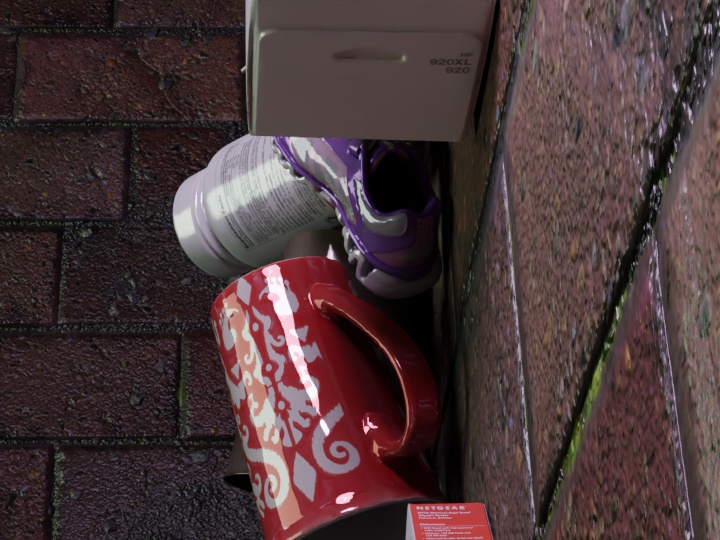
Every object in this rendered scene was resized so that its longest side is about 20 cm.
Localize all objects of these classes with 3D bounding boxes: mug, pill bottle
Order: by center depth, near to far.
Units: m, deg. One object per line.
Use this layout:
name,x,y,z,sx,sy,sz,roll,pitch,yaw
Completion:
mug,-0.012,0.092,1.327,0.133,0.177,0.201,27,-142,-56
pill bottle,-0.059,-0.068,1.559,0.199,0.113,0.114,-23,60,42

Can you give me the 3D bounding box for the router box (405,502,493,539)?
router box,0.054,0.265,1.088,0.180,0.048,0.202,-98,9,-67

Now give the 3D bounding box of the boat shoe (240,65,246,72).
boat shoe,-0.060,-0.159,1.582,0.200,0.073,0.063,61,-172,-75

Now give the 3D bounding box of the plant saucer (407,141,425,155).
plant saucer,0.002,-0.183,1.391,0.201,0.048,0.200,56,166,13

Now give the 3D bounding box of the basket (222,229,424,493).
basket,-0.014,0.080,1.482,0.135,0.180,0.202,-8,69,46

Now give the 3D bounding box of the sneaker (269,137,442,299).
sneaker,0.002,-0.080,1.369,0.201,0.080,0.089,56,154,25

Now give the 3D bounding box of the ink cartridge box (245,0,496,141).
ink cartridge box,0.000,-0.202,1.182,0.145,0.146,0.201,96,173,-58
